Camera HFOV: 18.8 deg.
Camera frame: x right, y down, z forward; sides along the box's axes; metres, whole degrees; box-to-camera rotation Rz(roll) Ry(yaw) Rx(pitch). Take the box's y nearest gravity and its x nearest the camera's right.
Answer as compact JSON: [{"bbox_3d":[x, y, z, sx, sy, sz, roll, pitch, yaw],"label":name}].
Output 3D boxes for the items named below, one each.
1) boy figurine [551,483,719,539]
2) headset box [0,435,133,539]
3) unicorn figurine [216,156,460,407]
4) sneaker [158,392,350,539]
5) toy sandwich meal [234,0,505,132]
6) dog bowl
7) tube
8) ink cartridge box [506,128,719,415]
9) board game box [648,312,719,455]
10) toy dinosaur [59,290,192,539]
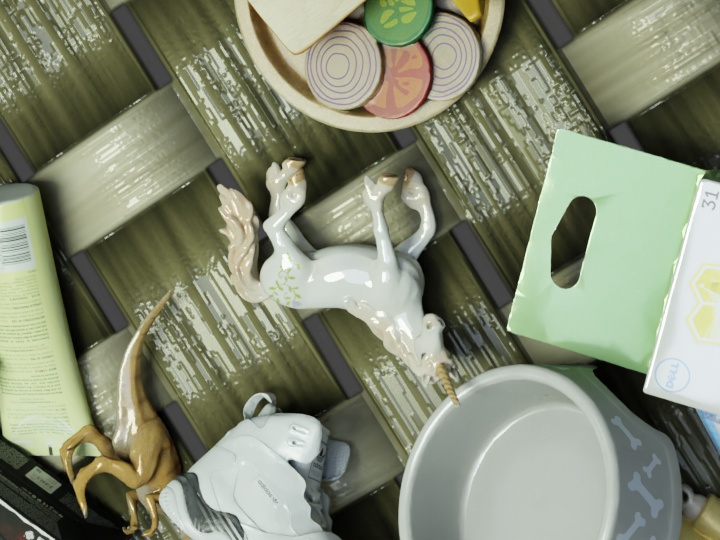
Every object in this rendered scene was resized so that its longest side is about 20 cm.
[{"bbox_3d":[0.218,0.208,1.434,0.200,0.064,0.125,23,104,13],"label":"boy figurine"},{"bbox_3d":[-0.280,0.230,1.565,0.149,0.077,0.200,36,110,5],"label":"headset box"},{"bbox_3d":[0.000,0.000,1.455,0.199,0.074,0.138,10,104,30],"label":"unicorn figurine"},{"bbox_3d":[-0.035,0.167,1.459,0.200,0.075,0.115,34,85,29],"label":"sneaker"},{"bbox_3d":[-0.004,-0.186,1.412,0.204,0.070,0.206,3,102,15],"label":"toy sandwich meal"},{"bbox_3d":[0.108,0.151,1.399,0.200,0.059,0.201,-15,68,39],"label":"dog bowl"},{"bbox_3d":[-0.235,0.040,1.537,0.058,0.052,0.201,20,123,57],"label":"tube"},{"bbox_3d":[0.199,0.006,1.371,0.199,0.048,0.146,16,105,10],"label":"ink cartridge box"},{"bbox_3d":[0.304,0.045,1.391,0.200,0.034,0.135,-27,92,19],"label":"board game box"},{"bbox_3d":[-0.158,0.119,1.532,0.106,0.060,0.201,-19,104,-11],"label":"toy dinosaur"}]
